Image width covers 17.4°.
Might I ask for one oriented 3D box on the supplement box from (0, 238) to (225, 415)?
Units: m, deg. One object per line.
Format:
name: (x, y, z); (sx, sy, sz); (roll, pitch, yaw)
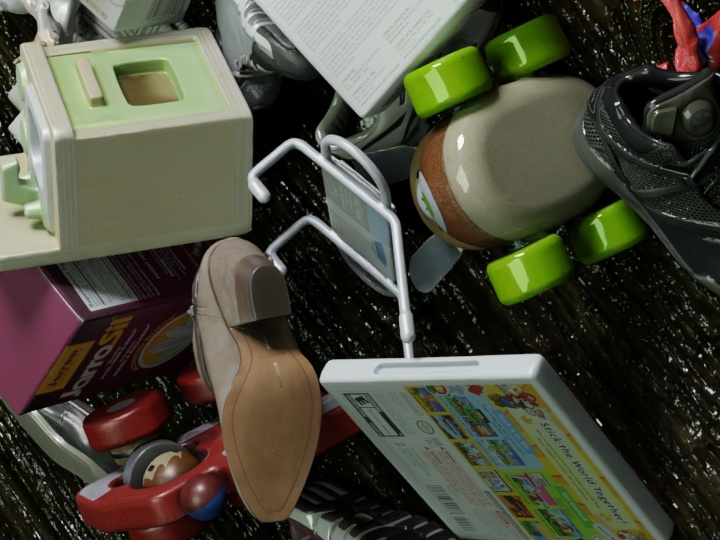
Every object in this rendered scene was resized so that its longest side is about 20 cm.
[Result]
supplement box: (-0.191, 0.027, 1.788); (0.086, 0.200, 0.110); (50, 124, 19)

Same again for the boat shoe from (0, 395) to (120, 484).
boat shoe: (-0.226, 0.136, 1.942); (0.200, 0.057, 0.067); (37, 155, 32)

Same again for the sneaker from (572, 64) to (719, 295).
sneaker: (0.224, -0.055, 1.481); (0.199, 0.076, 0.114); (45, 163, 9)

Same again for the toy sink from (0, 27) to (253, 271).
toy sink: (-0.189, -0.093, 1.700); (0.131, 0.199, 0.112); (-117, 23, -50)

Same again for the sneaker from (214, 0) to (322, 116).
sneaker: (-0.062, -0.155, 1.710); (0.200, 0.075, 0.116); (-119, 30, -55)

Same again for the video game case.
video game case: (0.094, 0.125, 1.612); (0.181, 0.023, 0.200); (-3, 139, 39)

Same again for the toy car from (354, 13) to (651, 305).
toy car: (0.070, -0.057, 1.607); (0.200, 0.158, 0.165); (-23, 92, 51)

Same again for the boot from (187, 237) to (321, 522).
boot: (-0.082, 0.076, 1.661); (0.146, 0.070, 0.201); (167, 104, -71)

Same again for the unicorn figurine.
unicorn figurine: (-0.252, -0.233, 1.854); (0.200, 0.074, 0.138); (-160, 75, -68)

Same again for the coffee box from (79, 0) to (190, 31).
coffee box: (-0.155, -0.290, 1.709); (0.114, 0.080, 0.200); (41, 123, 25)

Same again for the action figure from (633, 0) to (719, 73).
action figure: (0.231, -0.188, 1.489); (0.099, 0.065, 0.200); (45, 124, 3)

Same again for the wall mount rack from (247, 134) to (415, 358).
wall mount rack: (0.000, 0.000, 1.646); (0.174, 0.075, 0.200); (41, 163, 22)

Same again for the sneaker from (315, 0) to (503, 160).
sneaker: (0.032, -0.157, 1.647); (0.074, 0.088, 0.200); (41, 120, 27)

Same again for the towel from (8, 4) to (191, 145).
towel: (-0.194, -0.132, 1.867); (0.200, 0.034, 0.193); (52, 126, 19)

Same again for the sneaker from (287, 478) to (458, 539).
sneaker: (0.015, 0.239, 1.749); (0.200, 0.075, 0.116); (27, 124, 51)

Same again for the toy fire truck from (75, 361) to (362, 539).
toy fire truck: (-0.107, 0.137, 1.737); (0.168, 0.199, 0.113); (3, 116, 66)

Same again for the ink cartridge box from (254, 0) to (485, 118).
ink cartridge box: (-0.008, -0.227, 1.561); (0.200, 0.050, 0.161); (49, 122, 7)
